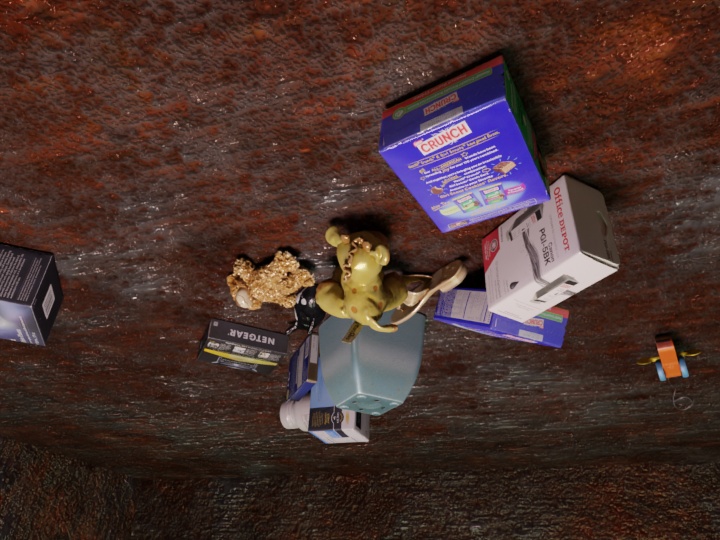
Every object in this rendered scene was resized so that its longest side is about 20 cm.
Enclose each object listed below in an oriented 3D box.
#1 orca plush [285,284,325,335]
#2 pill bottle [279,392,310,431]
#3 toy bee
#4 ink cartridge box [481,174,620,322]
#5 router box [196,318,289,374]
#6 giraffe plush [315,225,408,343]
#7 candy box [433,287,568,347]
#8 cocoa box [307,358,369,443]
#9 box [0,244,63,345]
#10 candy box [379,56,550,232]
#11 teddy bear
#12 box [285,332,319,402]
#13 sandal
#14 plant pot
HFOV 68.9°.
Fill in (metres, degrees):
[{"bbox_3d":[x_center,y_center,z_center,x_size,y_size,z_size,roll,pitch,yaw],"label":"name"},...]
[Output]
[{"bbox_3d":[-0.124,0.109,1.151,0.104,0.072,0.200,18,145,-24],"label":"orca plush"},{"bbox_3d":[-0.147,0.439,1.639,0.196,0.116,0.114,-14,145,24],"label":"pill bottle"},{"bbox_3d":[0.744,0.224,1.279,0.128,0.109,0.203,2,124,16],"label":"toy bee"},{"bbox_3d":[0.290,-0.029,0.836,0.081,0.149,0.200,17,144,-22],"label":"ink cartridge box"},{"bbox_3d":[-0.296,0.195,1.316,0.196,0.053,0.157,16,145,-21],"label":"router box"},{"bbox_3d":[0.000,0.000,0.914,0.168,0.201,0.165,3,120,5],"label":"giraffe plush"},{"bbox_3d":[0.265,0.087,1.016,0.166,0.079,0.199,17,175,-22],"label":"candy box"},{"bbox_3d":[-0.053,0.340,1.393,0.128,0.204,0.134,-8,148,17],"label":"cocoa box"},{"bbox_3d":[-0.721,0.045,1.038,0.194,0.125,0.201,14,146,-15],"label":"box"},{"bbox_3d":[0.143,-0.153,0.700,0.166,0.078,0.200,-15,145,28],"label":"candy box"},{"bbox_3d":[-0.182,0.027,1.028,0.196,0.068,0.146,-9,144,17],"label":"teddy bear"},{"bbox_3d":[-0.147,0.253,1.336,0.032,0.123,0.200,13,147,-19],"label":"box"},{"bbox_3d":[0.110,0.027,1.028,0.069,0.078,0.211,39,130,-17],"label":"sandal"},{"bbox_3d":[0.022,0.206,1.177,0.192,0.204,0.196,16,146,-23],"label":"plant pot"}]
